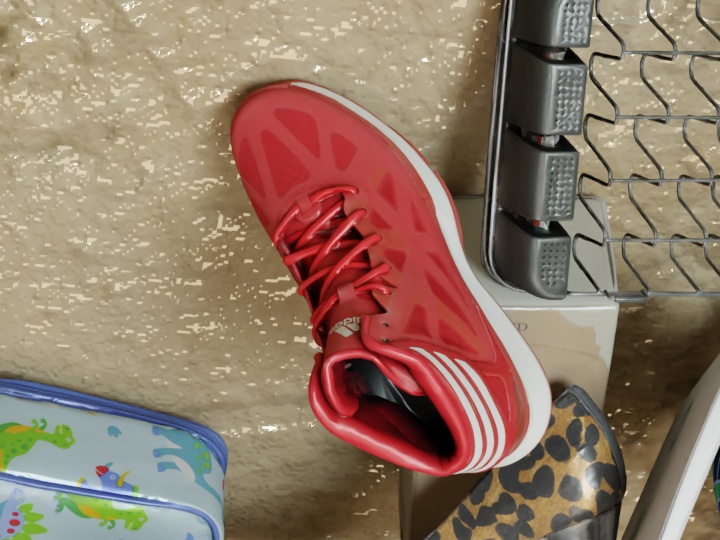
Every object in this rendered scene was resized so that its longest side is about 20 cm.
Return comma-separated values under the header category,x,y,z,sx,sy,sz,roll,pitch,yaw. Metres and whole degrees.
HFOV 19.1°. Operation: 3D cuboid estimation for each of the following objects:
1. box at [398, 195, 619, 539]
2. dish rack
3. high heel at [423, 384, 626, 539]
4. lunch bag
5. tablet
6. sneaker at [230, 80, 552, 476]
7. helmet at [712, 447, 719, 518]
category,x,y,z,sx,sy,sz,roll,pitch,yaw
box,0.068,0.062,1.048,0.094,0.078,0.201,0,133,-1
dish rack,0.158,-0.058,0.931,0.199,0.055,0.154,0,108,-13
high heel,0.030,0.111,1.019,0.199,0.071,0.143,8,106,22
lunch bag,-0.158,0.152,1.112,0.160,0.083,0.200,12,131,-14
tablet,0.147,0.095,1.005,0.014,0.131,0.200,24,166,5
sneaker,0.000,0.000,0.901,0.078,0.115,0.200,-44,78,17
helmet,0.260,0.096,1.020,0.199,0.191,0.201,-1,96,-12
